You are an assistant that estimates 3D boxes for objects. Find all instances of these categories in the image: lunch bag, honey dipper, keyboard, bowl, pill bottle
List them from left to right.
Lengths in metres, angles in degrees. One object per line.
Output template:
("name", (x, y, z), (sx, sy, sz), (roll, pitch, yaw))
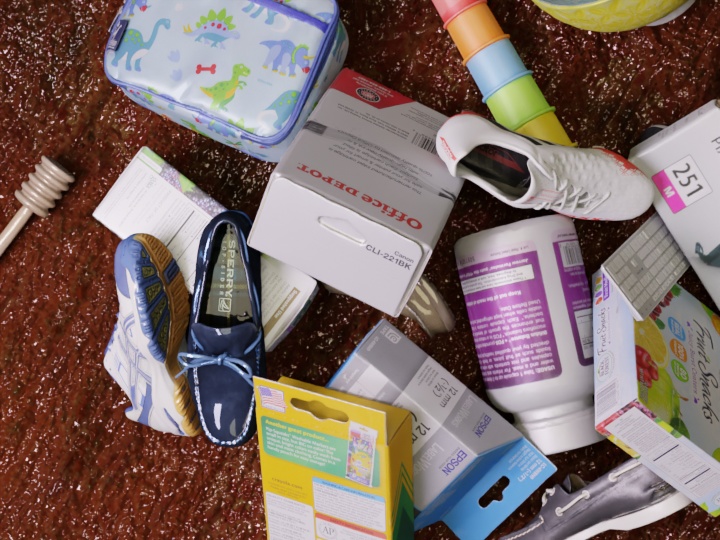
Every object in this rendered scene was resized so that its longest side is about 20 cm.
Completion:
("honey dipper", (-0.338, -0.017, 1.232), (0.038, 0.038, 0.200), (39, 91, 2))
("lunch bag", (-0.120, -0.203, 1.204), (0.199, 0.082, 0.162), (25, 82, 12))
("pill bottle", (0.156, 0.059, 1.186), (0.111, 0.112, 0.202), (-12, 86, -1))
("bowl", (0.250, -0.284, 1.198), (0.201, 0.200, 0.108), (-52, 131, -2))
("keyboard", (0.257, -0.012, 1.164), (0.011, 0.200, 0.057), (-31, 91, 34))

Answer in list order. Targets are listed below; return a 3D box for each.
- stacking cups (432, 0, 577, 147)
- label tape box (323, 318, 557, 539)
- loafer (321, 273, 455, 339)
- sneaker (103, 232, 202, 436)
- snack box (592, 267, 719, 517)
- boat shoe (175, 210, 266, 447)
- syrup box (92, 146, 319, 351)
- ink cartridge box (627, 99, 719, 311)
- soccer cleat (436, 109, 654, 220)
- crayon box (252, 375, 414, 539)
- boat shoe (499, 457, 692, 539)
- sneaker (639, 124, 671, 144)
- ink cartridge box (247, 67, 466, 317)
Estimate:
("stacking cups", (0.124, -0.184, 1.234), (0.060, 0.061, 0.201), (-30, 82, -2))
("label tape box", (0.049, 0.161, 1.168), (0.200, 0.066, 0.143), (41, 129, 4))
("loafer", (0.000, 0.000, 1.213), (0.200, 0.076, 0.068), (40, 88, 12))
("sneaker", (-0.194, 0.061, 1.168), (0.087, 0.075, 0.201), (3, 120, 24))
("snack box", (0.263, 0.090, 1.129), (0.142, 0.201, 0.053), (37, 125, -19))
("boat shoe", (-0.121, 0.050, 1.130), (0.083, 0.069, 0.202), (-6, 89, 2))
("syrup box", (-0.136, -0.016, 1.208), (0.199, 0.079, 0.082), (37, 87, 2))
("ink cartridge box", (0.358, -0.061, 1.161), (0.173, 0.044, 0.201), (-31, 98, 22))
("soccer cleat", (0.157, -0.077, 1.124), (0.199, 0.085, 0.069), (19, 118, -11))
("crayon box", (-0.020, 0.172, 1.139), (0.125, 0.052, 0.201), (13, 126, 23))
("boat shoe", (0.196, 0.205, 1.165), (0.199, 0.074, 0.061), (-31, 80, 39))
("sneaker", (0.355, -0.097, 1.230), (0.199, 0.072, 0.083), (20, 53, 5))
("ink cartridge box", (0.008, -0.071, 1.149), (0.143, 0.200, 0.084), (26, 127, 2))
